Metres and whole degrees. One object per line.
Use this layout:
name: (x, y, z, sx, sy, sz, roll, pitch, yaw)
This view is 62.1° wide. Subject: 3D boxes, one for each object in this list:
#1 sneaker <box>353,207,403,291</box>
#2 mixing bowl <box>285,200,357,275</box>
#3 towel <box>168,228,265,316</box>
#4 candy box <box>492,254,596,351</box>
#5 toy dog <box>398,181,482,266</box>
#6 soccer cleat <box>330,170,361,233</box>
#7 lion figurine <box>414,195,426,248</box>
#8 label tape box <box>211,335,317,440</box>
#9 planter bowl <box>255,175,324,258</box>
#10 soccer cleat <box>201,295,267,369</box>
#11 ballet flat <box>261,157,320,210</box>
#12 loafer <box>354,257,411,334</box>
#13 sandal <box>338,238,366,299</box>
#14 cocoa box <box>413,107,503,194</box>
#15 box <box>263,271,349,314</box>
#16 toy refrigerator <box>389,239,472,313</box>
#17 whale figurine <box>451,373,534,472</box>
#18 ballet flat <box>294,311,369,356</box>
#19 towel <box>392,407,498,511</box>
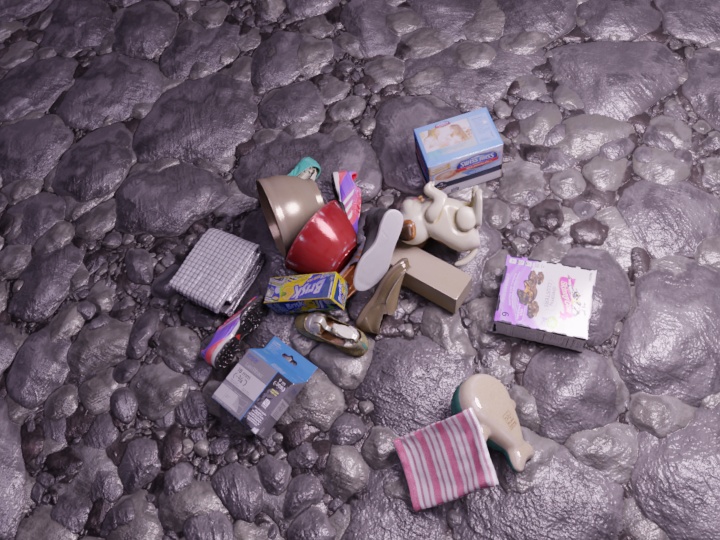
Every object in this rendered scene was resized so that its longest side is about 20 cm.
sneaker: (0.030, -0.055, 1.374, 0.203, 0.070, 0.099, -66, 24, 11)
mixing bowl: (-0.076, -0.054, 1.422, 0.108, 0.201, 0.201, 37, 73, 8)
towel: (-0.351, 0.008, 1.491, 0.163, 0.086, 0.202, 21, 66, 18)
candy box: (0.406, 0.069, 1.319, 0.196, 0.072, 0.170, 10, 64, 16)
toy dog: (0.177, -0.113, 1.380, 0.196, 0.198, 0.140, 0, 21, 8)
soccer cleat: (-0.025, -0.176, 1.539, 0.072, 0.069, 0.203, -11, 59, -6)
lion figurine: (0.157, -0.104, 1.470, 0.200, 0.072, 0.123, -45, 76, 1)
label tape box: (-0.215, 0.250, 1.343, 0.143, 0.064, 0.201, 31, 72, 23)
planter bowl: (-0.162, -0.150, 1.481, 0.133, 0.202, 0.202, -21, 59, -12)
soccer cleat: (-0.298, 0.136, 1.415, 0.072, 0.069, 0.201, 19, 65, 34)
ballet flat: (-0.178, -0.222, 1.586, 0.070, 0.068, 0.200, 30, 69, 33)
loafer: (0.063, 0.061, 1.364, 0.067, 0.076, 0.202, 35, 109, 6)
sandal: (0.005, 0.006, 1.421, 0.208, 0.079, 0.059, -51, 27, -9)
cocoa box: (0.247, -0.297, 1.512, 0.196, 0.132, 0.135, -17, 60, 1)
box: (-0.127, 0.054, 1.396, 0.197, 0.064, 0.071, -5, 60, 31)
toy refrigerator: (0.156, 0.014, 1.400, 0.198, 0.070, 0.076, 29, 63, 22)
whale figurine: (0.262, 0.312, 1.209, 0.158, 0.104, 0.201, -27, 78, -47)
ballet flat: (-0.070, 0.135, 1.377, 0.197, 0.071, 0.071, 22, 68, 21)
towel: (0.161, 0.370, 1.162, 0.199, 0.030, 0.149, -32, 67, 31)
